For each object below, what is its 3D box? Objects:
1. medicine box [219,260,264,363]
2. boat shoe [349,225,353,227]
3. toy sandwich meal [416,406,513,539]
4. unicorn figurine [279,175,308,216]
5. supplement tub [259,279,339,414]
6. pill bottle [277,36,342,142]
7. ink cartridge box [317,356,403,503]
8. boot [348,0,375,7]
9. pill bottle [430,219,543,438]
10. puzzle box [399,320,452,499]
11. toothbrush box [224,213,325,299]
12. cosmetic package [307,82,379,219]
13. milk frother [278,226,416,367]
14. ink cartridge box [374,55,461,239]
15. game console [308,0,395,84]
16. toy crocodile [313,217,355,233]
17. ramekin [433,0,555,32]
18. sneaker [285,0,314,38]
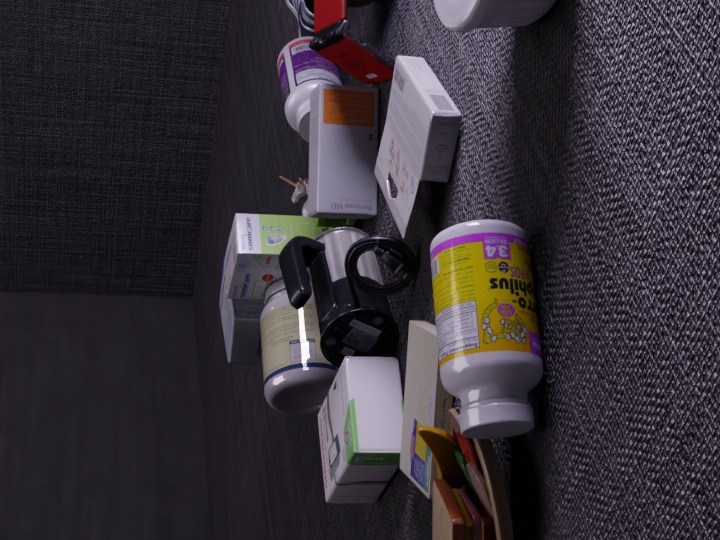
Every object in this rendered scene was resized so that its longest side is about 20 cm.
[{"bbox_3d":[-0.167,0.078,2.097,0.201,0.179,0.104,-109,26,-55],"label":"medicine box"},{"bbox_3d":[-0.037,-0.155,1.846,0.072,0.067,0.203,-123,37,-66],"label":"boat shoe"},{"bbox_3d":[0.104,0.246,1.164,0.205,0.069,0.209,169,90,-83],"label":"toy sandwich meal"},{"bbox_3d":[-0.091,-0.113,2.076,0.199,0.073,0.140,-7,72,61],"label":"unicorn figurine"},{"bbox_3d":[-0.099,0.127,1.899,0.146,0.143,0.203,115,154,-56],"label":"supplement tub"},{"bbox_3d":[-0.085,-0.318,1.971,0.202,0.111,0.113,-102,20,-44],"label":"pill bottle"},{"bbox_3d":[0.000,0.236,1.614,0.201,0.083,0.147,114,154,-55],"label":"ink cartridge box"},{"bbox_3d":[0.009,-0.515,1.711,0.200,0.071,0.157,136,134,-63],"label":"boot"},{"bbox_3d":[0.127,0.060,1.105,0.104,0.102,0.203,126,143,-65],"label":"pill bottle"},{"bbox_3d":[0.085,0.173,1.409,0.133,0.025,0.204,-153,66,-74],"label":"puzzle box"},{"bbox_3d":[-0.130,-0.021,1.933,0.146,0.197,0.087,114,154,-54],"label":"toothbrush box"},{"bbox_3d":[-0.027,-0.186,1.749,0.071,0.100,0.204,170,101,-74],"label":"cosmetic package"},{"bbox_3d":[0.000,0.000,1.608,0.199,0.180,0.189,-34,39,16],"label":"milk frother"},{"bbox_3d":[0.072,-0.165,1.468,0.201,0.044,0.179,-110,27,-57],"label":"ink cartridge box"},{"bbox_3d":[-0.005,-0.377,1.666,0.120,0.171,0.200,-60,15,-2],"label":"game console"},{"bbox_3d":[-0.043,-0.059,1.821,0.062,0.066,0.203,-135,40,-68],"label":"toy crocodile"},{"bbox_3d":[0.144,-0.338,1.113,0.202,0.093,0.206,-177,90,-76],"label":"ramekin"},{"bbox_3d":[-0.097,-0.523,2.127,0.109,0.069,0.202,105,154,-56],"label":"sneaker"}]
